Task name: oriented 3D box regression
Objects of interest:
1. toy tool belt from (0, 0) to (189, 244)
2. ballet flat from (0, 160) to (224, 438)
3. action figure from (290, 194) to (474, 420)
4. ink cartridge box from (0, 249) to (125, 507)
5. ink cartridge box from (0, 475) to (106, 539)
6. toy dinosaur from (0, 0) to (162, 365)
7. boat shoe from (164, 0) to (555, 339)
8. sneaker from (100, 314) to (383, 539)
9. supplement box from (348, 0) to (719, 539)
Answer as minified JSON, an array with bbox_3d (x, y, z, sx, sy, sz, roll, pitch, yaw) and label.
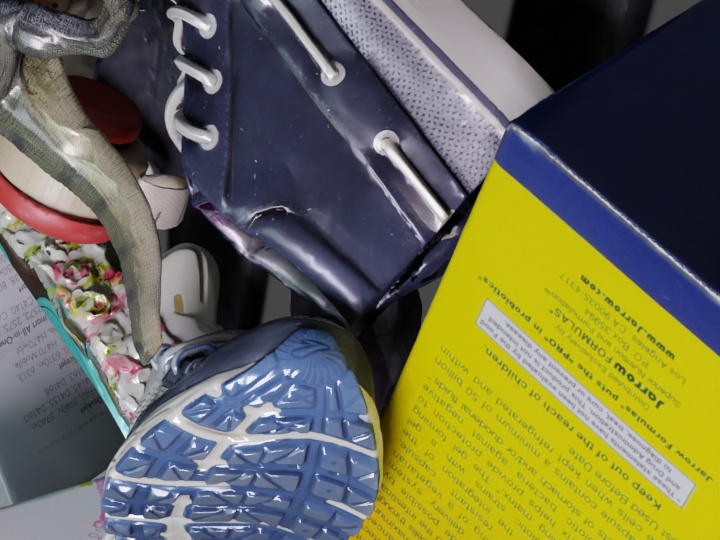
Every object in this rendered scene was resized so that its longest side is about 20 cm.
[{"bbox_3d":[-0.108,-0.113,0.816,0.200,0.124,0.123,50,121,44],"label":"toy tool belt"},{"bbox_3d":[-0.091,-0.006,0.906,0.201,0.064,0.076,55,-176,14],"label":"ballet flat"},{"bbox_3d":[0.000,0.000,0.831,0.130,0.069,0.201,39,134,32],"label":"action figure"},{"bbox_3d":[-0.167,0.035,1.025,0.115,0.067,0.201,-3,112,46],"label":"ink cartridge box"},{"bbox_3d":[-0.073,0.158,0.921,0.125,0.199,0.129,53,144,33],"label":"ink cartridge box"},{"bbox_3d":[-0.103,-0.074,0.737,0.200,0.047,0.088,44,114,13],"label":"toy dinosaur"},{"bbox_3d":[-0.035,-0.071,0.735,0.200,0.093,0.075,44,173,10],"label":"boat shoe"},{"bbox_3d":[-0.044,0.050,0.776,0.076,0.086,0.200,13,151,-14],"label":"sneaker"},{"bbox_3d":[0.084,0.038,0.731,0.109,0.109,0.201,42,139,19],"label":"supplement box"}]
